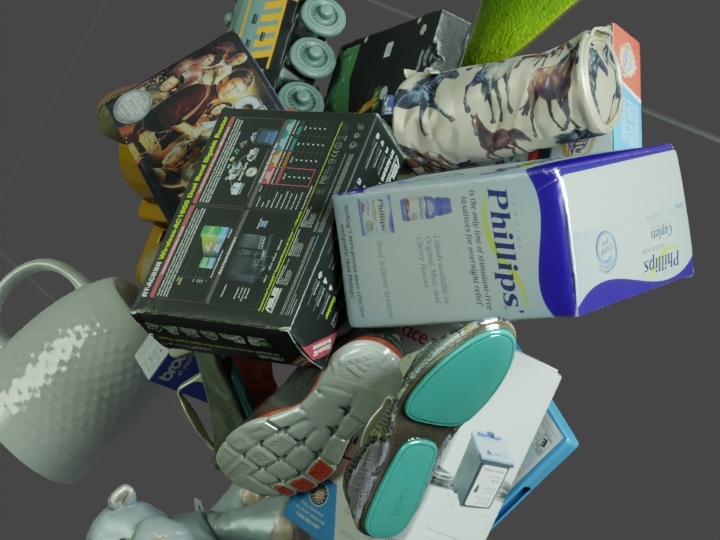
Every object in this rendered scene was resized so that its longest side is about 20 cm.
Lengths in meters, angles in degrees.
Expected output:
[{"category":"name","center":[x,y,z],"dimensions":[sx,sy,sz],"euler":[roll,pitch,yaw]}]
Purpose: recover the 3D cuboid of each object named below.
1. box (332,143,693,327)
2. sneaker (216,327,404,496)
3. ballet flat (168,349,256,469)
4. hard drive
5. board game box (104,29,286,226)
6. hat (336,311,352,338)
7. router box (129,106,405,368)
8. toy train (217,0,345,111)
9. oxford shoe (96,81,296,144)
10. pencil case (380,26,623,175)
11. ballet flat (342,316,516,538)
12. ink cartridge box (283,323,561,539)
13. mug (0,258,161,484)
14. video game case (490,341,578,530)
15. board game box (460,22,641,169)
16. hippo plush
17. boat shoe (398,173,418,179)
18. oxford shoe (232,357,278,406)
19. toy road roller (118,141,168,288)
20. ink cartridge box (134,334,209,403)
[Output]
[{"category":"box","center":[0.114,-0.026,1.192],"dimensions":[0.199,0.184,0.106],"euler":[-4,97,38]},{"category":"sneaker","center":[-0.030,0.105,1.260],"dimensions":[0.200,0.077,0.082],"euler":[-37,18,30]},{"category":"ballet flat","center":[-0.133,0.080,1.384],"dimensions":[0.063,0.201,0.067],"euler":[-13,15,7]},{"category":"hard drive","center":[0.021,-0.150,1.458],"dimensions":[0.200,0.038,0.140],"euler":[-6,65,62]},{"category":"board game box","center":[-0.120,-0.101,1.376],"dimensions":[0.135,0.035,0.200],"euler":[-31,56,-3]},{"category":"hat","center":[-0.002,0.053,1.362],"dimensions":[0.200,0.176,0.166],"euler":[-26,29,40]},{"category":"router box","center":[-0.070,-0.029,1.246],"dimensions":[0.149,0.062,0.201],"euler":[7,61,31]},{"category":"toy train","center":[-0.085,-0.197,1.543],"dimensions":[0.085,0.113,0.201],"euler":[124,161,-58]},{"category":"oxford shoe","center":[-0.148,-0.122,1.449],"dimensions":[0.199,0.071,0.075],"euler":[6,39,10]},{"category":"pencil case","center":[0.116,-0.135,1.281],"dimensions":[0.199,0.078,0.090],"euler":[-10,95,36]},{"category":"ballet flat","center":[0.040,0.099,1.149],"dimensions":[0.201,0.072,0.072],"euler":[-61,39,25]},{"category":"ink cartridge box","center":[0.046,0.138,1.261],"dimensions":[0.146,0.086,0.201],"euler":[24,90,50]},{"category":"mug","center":[-0.288,0.079,1.596],"dimensions":[0.175,0.148,0.200],"euler":[-44,79,8]},{"category":"video game case","center":[0.074,0.155,1.302],"dimensions":[0.200,0.018,0.143],"euler":[-47,44,18]},{"category":"board game box","center":[0.141,-0.101,1.344],"dimensions":[0.199,0.040,0.154],"euler":[-18,58,40]},{"category":"hippo plush","center":[-0.149,0.228,1.386],"dimensions":[0.200,0.160,0.160],"euler":[31,93,49]},{"category":"boat shoe","center":[0.000,0.000,1.423],"dimensions":[0.200,0.073,0.063],"euler":[-54,51,30]},{"category":"oxford shoe","center":[-0.111,0.060,1.456],"dimensions":[0.073,0.071,0.201],"euler":[-143,53,-69]},{"category":"toy road roller","center":[-0.172,-0.066,1.572],"dimensions":[0.123,0.146,0.201],"euler":[9,77,48]},{"category":"ink cartridge box","center":[-0.115,0.028,1.505],"dimensions":[0.200,0.094,0.044],"euler":[-54,42,12]}]
